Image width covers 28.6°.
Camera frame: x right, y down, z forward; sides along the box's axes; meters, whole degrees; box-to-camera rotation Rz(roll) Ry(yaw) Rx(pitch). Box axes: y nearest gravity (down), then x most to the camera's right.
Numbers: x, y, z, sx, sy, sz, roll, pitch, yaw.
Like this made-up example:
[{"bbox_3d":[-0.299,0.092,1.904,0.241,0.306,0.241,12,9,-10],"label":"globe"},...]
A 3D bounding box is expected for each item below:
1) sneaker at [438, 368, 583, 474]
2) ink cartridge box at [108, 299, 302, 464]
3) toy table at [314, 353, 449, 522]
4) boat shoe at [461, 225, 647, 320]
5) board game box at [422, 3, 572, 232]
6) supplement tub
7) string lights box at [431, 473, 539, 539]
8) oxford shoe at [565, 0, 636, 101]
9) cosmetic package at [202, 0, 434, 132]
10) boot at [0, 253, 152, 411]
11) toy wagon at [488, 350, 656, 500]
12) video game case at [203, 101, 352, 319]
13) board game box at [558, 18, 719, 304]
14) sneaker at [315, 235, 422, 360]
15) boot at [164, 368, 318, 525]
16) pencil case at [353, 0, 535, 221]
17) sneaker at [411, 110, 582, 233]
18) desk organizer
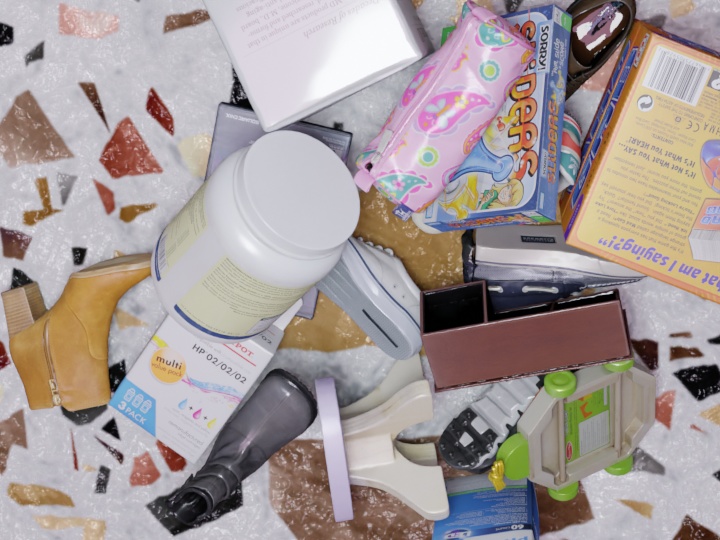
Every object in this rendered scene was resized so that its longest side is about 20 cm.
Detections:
[{"bbox_3d":[0.167,0.138,1.466,0.200,0.091,0.066,-43,62,-4],"label":"sneaker"},{"bbox_3d":[-0.161,0.086,1.476,0.115,0.068,0.201,34,110,-5],"label":"ink cartridge box"},{"bbox_3d":[0.019,0.174,1.444,0.116,0.200,0.186,-9,68,-1],"label":"toy table"},{"bbox_3d":[0.198,0.009,1.436,0.198,0.075,0.094,6,121,4],"label":"boat shoe"},{"bbox_3d":[0.130,-0.143,1.344,0.134,0.034,0.202,-5,73,41],"label":"board game box"},{"bbox_3d":[-0.101,-0.031,1.354,0.145,0.145,0.200,44,139,-5],"label":"supplement tub"},{"bbox_3d":[0.128,0.267,1.428,0.102,0.200,0.060,-8,102,9],"label":"string lights box"},{"bbox_3d":[0.189,-0.198,1.375,0.072,0.085,0.200,37,107,-8],"label":"oxford shoe"},{"bbox_3d":[-0.048,-0.259,1.339,0.165,0.167,0.201,-25,96,11],"label":"cosmetic package"},{"bbox_3d":[-0.281,0.069,1.494,0.199,0.071,0.145,-15,97,20],"label":"boot"},{"bbox_3d":[0.210,0.161,1.425,0.198,0.040,0.156,-21,128,-17],"label":"toy wagon"},{"bbox_3d":[-0.097,-0.061,1.472,0.141,0.019,0.202,13,103,3],"label":"video game case"},{"bbox_3d":[0.316,-0.100,1.322,0.198,0.200,0.201,21,104,1],"label":"board game box"},{"bbox_3d":[0.000,0.000,1.450,0.200,0.071,0.073,51,138,-8],"label":"sneaker"},{"bbox_3d":[-0.122,0.188,1.430,0.070,0.132,0.200,40,142,4],"label":"boot"},{"bbox_3d":[0.076,-0.148,1.311,0.087,0.087,0.201,36,104,-3],"label":"pencil case"},{"bbox_3d":[0.129,-0.078,1.380,0.199,0.094,0.070,-28,127,26],"label":"sneaker"},{"bbox_3d":[0.160,0.053,1.384,0.198,0.072,0.077,-11,129,11],"label":"desk organizer"}]
